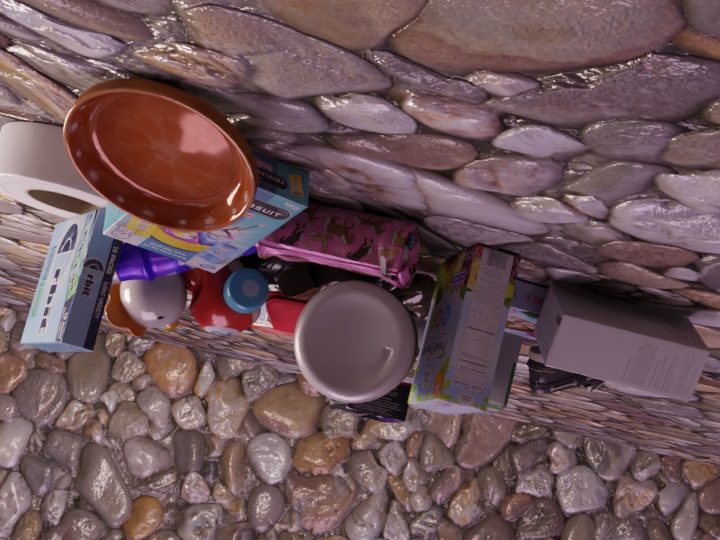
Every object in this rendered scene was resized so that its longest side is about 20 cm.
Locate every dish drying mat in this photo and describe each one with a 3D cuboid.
[{"bbox_3d":[-0.052,0.072,1.643,0.200,0.018,0.077,7,130,27],"label":"dish drying mat"}]

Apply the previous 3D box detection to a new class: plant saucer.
[{"bbox_3d":[-0.197,-0.116,1.118,0.200,0.032,0.200,11,143,8],"label":"plant saucer"}]

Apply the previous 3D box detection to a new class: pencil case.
[{"bbox_3d":[-0.029,-0.036,1.336,0.200,0.083,0.087,13,180,11],"label":"pencil case"}]

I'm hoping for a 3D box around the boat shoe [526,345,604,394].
[{"bbox_3d":[0.305,0.135,1.536,0.200,0.063,0.073,0,-169,-37],"label":"boat shoe"}]

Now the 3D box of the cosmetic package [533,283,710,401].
[{"bbox_3d":[0.336,0.092,1.452,0.200,0.081,0.113,14,-160,-2],"label":"cosmetic package"}]

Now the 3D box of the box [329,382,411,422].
[{"bbox_3d":[0.031,0.147,1.873,0.106,0.200,0.122,16,168,-14],"label":"box"}]

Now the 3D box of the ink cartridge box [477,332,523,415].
[{"bbox_3d":[0.208,0.160,1.868,0.083,0.147,0.200,15,168,2],"label":"ink cartridge box"}]

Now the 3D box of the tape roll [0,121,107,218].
[{"bbox_3d":[-0.353,-0.114,1.378,0.202,0.071,0.202,12,169,3],"label":"tape roll"}]

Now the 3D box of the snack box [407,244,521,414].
[{"bbox_3d":[0.130,0.081,1.431,0.068,0.200,0.169,15,168,-9],"label":"snack box"}]

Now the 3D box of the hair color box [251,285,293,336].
[{"bbox_3d":[-0.082,0.049,1.753,0.200,0.111,0.064,4,166,36],"label":"hair color box"}]

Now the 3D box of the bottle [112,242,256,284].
[{"bbox_3d":[-0.233,-0.030,1.448,0.200,0.065,0.084,-16,-179,-6],"label":"bottle"}]

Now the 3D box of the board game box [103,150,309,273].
[{"bbox_3d":[-0.176,-0.074,1.257,0.151,0.047,0.200,20,147,-32],"label":"board game box"}]

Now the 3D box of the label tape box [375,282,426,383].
[{"bbox_3d":[0.090,0.102,1.723,0.200,0.143,0.066,6,167,34],"label":"label tape box"}]

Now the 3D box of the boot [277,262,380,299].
[{"bbox_3d":[0.000,0.000,1.552,0.186,0.064,0.200,-13,173,18],"label":"boot"}]

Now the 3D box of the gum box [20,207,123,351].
[{"bbox_3d":[-0.364,0.016,1.412,0.045,0.170,0.200,20,167,-28],"label":"gum box"}]

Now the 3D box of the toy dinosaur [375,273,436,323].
[{"bbox_3d":[0.075,0.033,1.555,0.102,0.077,0.200,-14,147,13],"label":"toy dinosaur"}]

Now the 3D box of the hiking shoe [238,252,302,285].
[{"bbox_3d":[-0.128,0.001,1.660,0.101,0.076,0.200,20,166,-17],"label":"hiking shoe"}]

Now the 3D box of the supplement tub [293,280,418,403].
[{"bbox_3d":[-0.001,0.089,1.393,0.145,0.145,0.200,12,177,6],"label":"supplement tub"}]

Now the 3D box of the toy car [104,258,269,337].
[{"bbox_3d":[-0.261,0.039,1.572,0.177,0.200,0.184,59,156,1],"label":"toy car"}]

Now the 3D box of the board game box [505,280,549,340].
[{"bbox_3d":[0.244,0.061,1.606,0.199,0.041,0.200,16,168,-10],"label":"board game box"}]
